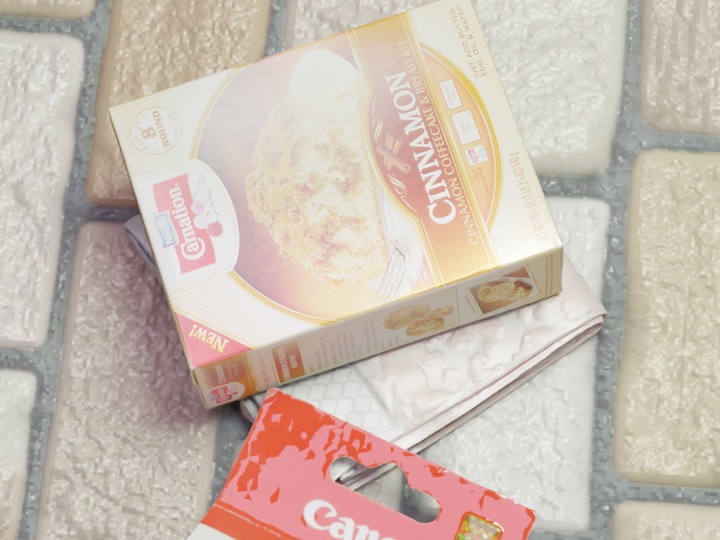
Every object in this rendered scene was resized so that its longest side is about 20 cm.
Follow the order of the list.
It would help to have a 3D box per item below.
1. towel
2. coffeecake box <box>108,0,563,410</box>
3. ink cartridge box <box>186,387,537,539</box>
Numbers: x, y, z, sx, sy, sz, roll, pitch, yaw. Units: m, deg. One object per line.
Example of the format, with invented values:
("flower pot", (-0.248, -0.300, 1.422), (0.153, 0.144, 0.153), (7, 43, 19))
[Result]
("towel", (0.000, 0.000, 1.542), (0.191, 0.032, 0.200), (-33, 71, -10))
("coffeecake box", (-0.013, -0.036, 1.501), (0.199, 0.073, 0.154), (-18, 70, -3))
("ink cartridge box", (-0.023, 0.177, 1.446), (0.162, 0.050, 0.201), (25, 84, 12))
